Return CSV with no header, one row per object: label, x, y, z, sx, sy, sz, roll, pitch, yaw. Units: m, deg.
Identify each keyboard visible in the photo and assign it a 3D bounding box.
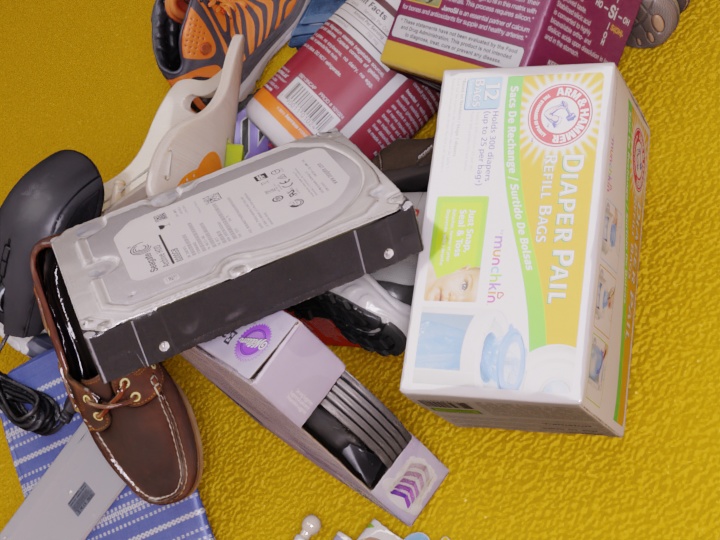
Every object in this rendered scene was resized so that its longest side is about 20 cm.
keyboard,-0.206,0.160,0.937,0.056,0.011,0.201,41,102,16

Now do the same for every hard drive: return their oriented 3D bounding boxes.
hard drive,-0.078,-0.017,0.771,0.198,0.038,0.140,-23,31,-10

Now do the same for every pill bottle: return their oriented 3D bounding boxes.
pill bottle,0.014,-0.157,1.020,0.200,0.113,0.113,-45,40,0

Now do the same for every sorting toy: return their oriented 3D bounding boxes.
sorting toy,-0.138,-0.090,1.015,0.199,0.106,0.182,-23,49,55

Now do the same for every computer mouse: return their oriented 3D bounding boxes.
computer mouse,-0.232,0.018,0.939,0.140,0.046,0.201,34,99,26

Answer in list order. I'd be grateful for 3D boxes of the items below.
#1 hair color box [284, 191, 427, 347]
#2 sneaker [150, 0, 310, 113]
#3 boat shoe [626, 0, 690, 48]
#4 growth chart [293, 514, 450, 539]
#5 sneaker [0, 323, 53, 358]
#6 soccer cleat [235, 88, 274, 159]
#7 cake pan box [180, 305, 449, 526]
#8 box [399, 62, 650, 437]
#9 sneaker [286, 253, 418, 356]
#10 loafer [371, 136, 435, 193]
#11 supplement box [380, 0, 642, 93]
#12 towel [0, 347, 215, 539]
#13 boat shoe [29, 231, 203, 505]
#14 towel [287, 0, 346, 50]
hair color box,0.000,0.000,0.941,0.199,0.061,0.102,2,60,43
sneaker,-0.121,-0.247,1.211,0.077,0.112,0.201,6,62,43
boat shoe,0.169,-0.223,0.982,0.199,0.075,0.073,27,67,40
growth chart,0.004,0.220,0.789,0.199,0.018,0.146,11,65,44
sneaker,-0.191,0.073,1.039,0.199,0.129,0.080,38,109,16
soccer cleat,-0.110,-0.072,1.103,0.200,0.068,0.073,-46,56,0
cake pan box,-0.055,0.070,0.834,0.053,0.184,0.199,-53,39,-10
box,0.103,-0.012,0.774,0.111,0.101,0.202,1,74,25
sneaker,-0.021,-0.009,0.874,0.199,0.074,0.080,24,68,42
loafer,0.077,-0.077,0.928,0.198,0.073,0.072,2,58,41
supplement box,0.118,-0.209,0.890,0.130,0.103,0.202,26,97,42
towel,-0.187,0.143,0.946,0.144,0.024,0.202,-26,75,21
boat shoe,-0.171,0.069,0.880,0.070,0.202,0.070,-27,-3,7
towel,0.019,-0.274,1.163,0.111,0.049,0.201,10,64,44
